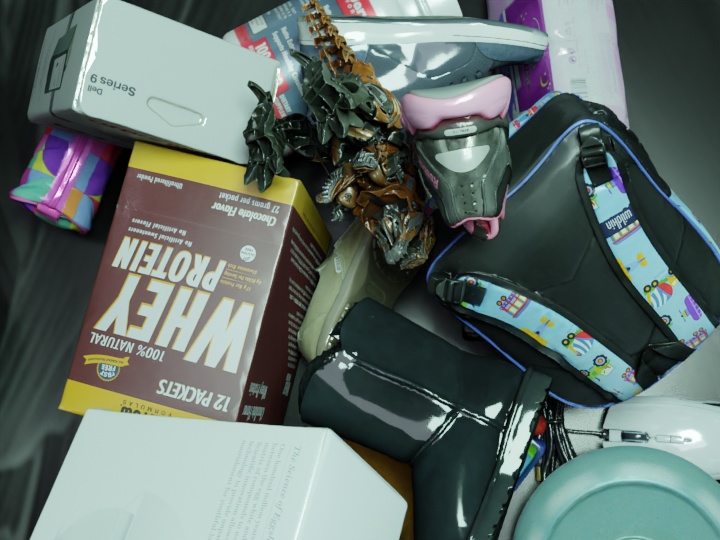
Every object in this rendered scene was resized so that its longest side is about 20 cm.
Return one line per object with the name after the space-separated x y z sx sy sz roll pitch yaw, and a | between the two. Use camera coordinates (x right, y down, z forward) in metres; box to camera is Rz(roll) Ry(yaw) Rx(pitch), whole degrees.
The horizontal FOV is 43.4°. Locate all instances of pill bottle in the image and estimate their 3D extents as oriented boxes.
-0.012 -0.198 0.807 0.198 0.120 0.121 -27 78 1 | pill bottle

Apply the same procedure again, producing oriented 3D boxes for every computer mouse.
0.243 0.138 0.761 0.196 0.044 0.112 1 79 6 | computer mouse

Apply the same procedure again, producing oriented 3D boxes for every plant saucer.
0.221 0.246 0.732 0.196 0.027 0.204 0 92 9 | plant saucer

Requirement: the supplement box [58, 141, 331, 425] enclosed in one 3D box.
-0.121 0.032 0.738 0.130 0.197 0.204 13 82 7 | supplement box

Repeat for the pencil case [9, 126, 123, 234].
-0.248 -0.137 0.836 0.087 0.088 0.203 21 85 9 | pencil case

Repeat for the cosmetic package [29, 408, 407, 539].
-0.100 0.205 0.549 0.197 0.123 0.202 -2 57 33 | cosmetic package

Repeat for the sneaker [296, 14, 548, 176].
0.050 -0.131 0.733 0.198 0.077 0.149 -1 105 -1 | sneaker

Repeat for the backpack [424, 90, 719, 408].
0.164 -0.007 0.679 0.199 0.135 0.183 40 108 -17 | backpack

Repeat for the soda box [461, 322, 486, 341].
0.186 0.028 0.776 0.196 0.063 0.072 2 80 7 | soda box

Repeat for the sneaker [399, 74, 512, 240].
0.068 -0.067 0.585 0.078 0.200 0.097 -13 94 11 | sneaker

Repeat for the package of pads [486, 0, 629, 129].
0.167 -0.189 0.784 0.074 0.121 0.204 -3 78 -13 | package of pads

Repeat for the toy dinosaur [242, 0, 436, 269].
-0.011 -0.097 0.649 0.103 0.135 0.201 -52 60 29 | toy dinosaur

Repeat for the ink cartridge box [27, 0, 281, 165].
-0.169 -0.141 0.717 0.144 0.199 0.086 14 90 -30 | ink cartridge box

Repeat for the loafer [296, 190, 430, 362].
0.000 0.000 0.784 0.068 0.076 0.202 3 54 43 | loafer

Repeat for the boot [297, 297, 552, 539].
0.028 0.132 0.640 0.166 0.077 0.203 19 71 16 | boot

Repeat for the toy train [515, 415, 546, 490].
0.055 0.108 0.741 0.199 0.116 0.085 38 101 13 | toy train

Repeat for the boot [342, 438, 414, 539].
0.046 0.201 0.716 0.071 0.144 0.202 -39 79 4 | boot
